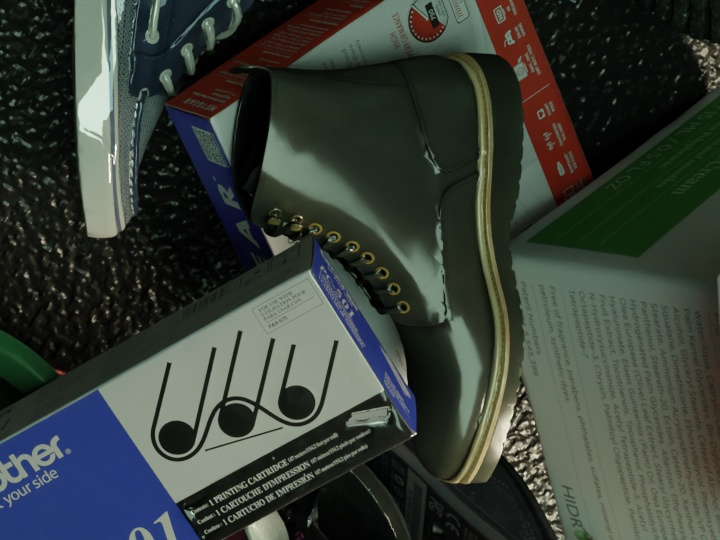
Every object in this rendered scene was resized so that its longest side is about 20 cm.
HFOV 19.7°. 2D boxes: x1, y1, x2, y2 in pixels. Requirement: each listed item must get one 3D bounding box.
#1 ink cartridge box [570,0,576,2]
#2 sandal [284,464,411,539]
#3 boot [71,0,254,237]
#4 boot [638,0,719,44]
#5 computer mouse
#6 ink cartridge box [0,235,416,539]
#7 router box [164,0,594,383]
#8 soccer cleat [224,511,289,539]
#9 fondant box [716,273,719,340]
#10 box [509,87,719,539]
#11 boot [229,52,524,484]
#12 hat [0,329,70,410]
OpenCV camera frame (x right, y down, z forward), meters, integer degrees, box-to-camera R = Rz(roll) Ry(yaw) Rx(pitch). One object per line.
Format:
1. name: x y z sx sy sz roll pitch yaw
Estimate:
1. ink cartridge box: 0.033 -0.211 0.977 0.199 0.100 0.039 23 141 -23
2. sandal: -0.006 0.169 1.102 0.048 0.075 0.202 -47 134 -38
3. boot: -0.092 -0.113 0.990 0.089 0.073 0.202 -1 109 -9
4. boot: 0.142 -0.225 1.006 0.079 0.212 0.158 -22 156 -9
5. computer mouse: 0.071 0.139 1.090 0.053 0.200 0.139 -36 155 -27
6. ink cartridge box: -0.082 0.076 0.934 0.199 0.044 0.094 -29 109 11
7. router box: 0.023 -0.042 1.031 0.179 0.049 0.201 -37 119 -20
8. soccer cleat: -0.112 0.189 1.027 0.200 0.070 0.086 -52 160 -12
9. fondant box: 0.242 0.053 0.918 0.199 0.058 0.146 -16 107 -39
10. box: 0.205 0.040 1.038 0.199 0.171 0.201 -35 120 -34
11. boot: 0.000 0.000 0.961 0.137 0.077 0.202 -1 90 -28
12. hat: -0.157 0.069 1.070 0.200 0.176 0.165 47 122 -7
